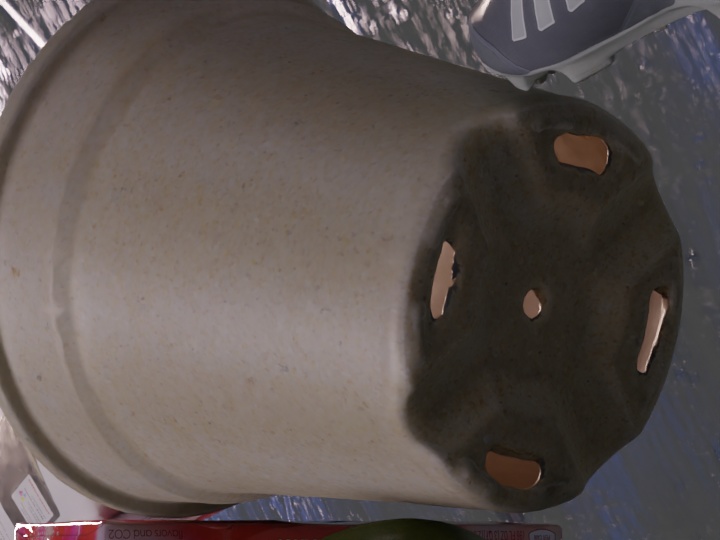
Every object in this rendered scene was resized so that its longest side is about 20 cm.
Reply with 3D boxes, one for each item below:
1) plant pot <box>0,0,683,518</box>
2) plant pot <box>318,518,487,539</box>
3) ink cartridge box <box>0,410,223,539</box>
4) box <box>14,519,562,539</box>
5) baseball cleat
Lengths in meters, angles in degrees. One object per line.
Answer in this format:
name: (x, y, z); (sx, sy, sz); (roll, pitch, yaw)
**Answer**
plant pot: (0.000, 0.000, 0.948); (0.183, 0.200, 0.202); (10, 125, 47)
plant pot: (0.038, 0.177, 0.856); (0.193, 0.199, 0.201); (-132, 25, -55)
ink cartridge box: (-0.086, 0.061, 1.202); (0.083, 0.145, 0.200); (60, 155, 9)
box: (-0.027, 0.146, 1.078); (0.095, 0.199, 0.101); (-10, 78, 62)
baseball cleat: (0.072, -0.111, 0.793); (0.107, 0.070, 0.200); (58, 157, -9)
